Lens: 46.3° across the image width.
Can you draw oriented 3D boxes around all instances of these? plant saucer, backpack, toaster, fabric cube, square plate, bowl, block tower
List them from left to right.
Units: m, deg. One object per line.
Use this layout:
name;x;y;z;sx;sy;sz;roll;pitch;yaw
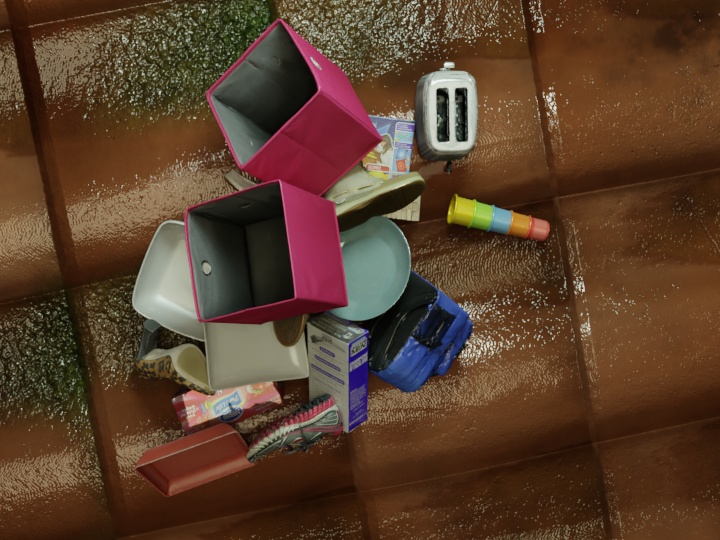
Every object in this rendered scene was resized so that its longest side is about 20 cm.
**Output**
bowl;-0.317;0.017;1.616;0.197;0.075;0.202;23;98;-3
plant saucer;-0.309;0.356;1.602;0.197;0.201;0.037;-20;60;-4
square plate;-0.200;0.111;1.564;0.197;0.028;0.202;-5;82;-27
fabric cube;-0.158;-0.021;1.444;0.197;0.199;0.200;-13;80;23
fabric cube;-0.116;-0.272;1.488;0.199;0.198;0.198;-40;56;18
plant saucer;0.004;-0.006;1.560;0.197;0.039;0.205;-4;78;20
block tower;0.020;-0.132;1.637;0.196;0.058;0.055;5;95;-4
backpack;0.106;0.131;1.607;0.167;0.162;0.201;37;90;-24
toaster;0.163;-0.287;1.597;0.111;0.129;0.204;0;94;-2

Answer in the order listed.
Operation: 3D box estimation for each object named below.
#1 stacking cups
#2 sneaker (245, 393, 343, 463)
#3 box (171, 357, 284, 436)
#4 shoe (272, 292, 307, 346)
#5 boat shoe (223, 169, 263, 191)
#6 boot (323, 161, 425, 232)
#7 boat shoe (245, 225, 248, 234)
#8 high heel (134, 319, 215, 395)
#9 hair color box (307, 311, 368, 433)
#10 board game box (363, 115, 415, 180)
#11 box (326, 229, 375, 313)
stacking cups;0.272;-0.102;1.655;0.196;0.061;0.062;10;93;-7
sneaker;-0.126;0.310;1.571;0.198;0.081;0.075;-28;96;8
box;-0.252;0.242;1.627;0.197;0.100;0.097;-23;95;-1
shoe;-0.119;0.040;1.560;0.069;0.053;0.204;2;85;24
boat shoe;-0.169;-0.145;1.623;0.198;0.071;0.070;33;91;-13
boot;0.012;-0.173;1.552;0.197;0.072;0.157;-22;58;13
boat shoe;-0.197;-0.052;1.623;0.063;0.074;0.203;-37;101;-14
high heel;-0.350;0.200;1.598;0.199;0.071;0.144;39;133;19
hair color box;-0.042;0.191;1.592;0.064;0.108;0.203;-28;130;-40
board game box;0.002;-0.234;1.639;0.196;0.034;0.138;7;93;-3
box;0.000;0.000;1.634;0.068;0.082;0.202;33;93;-4
